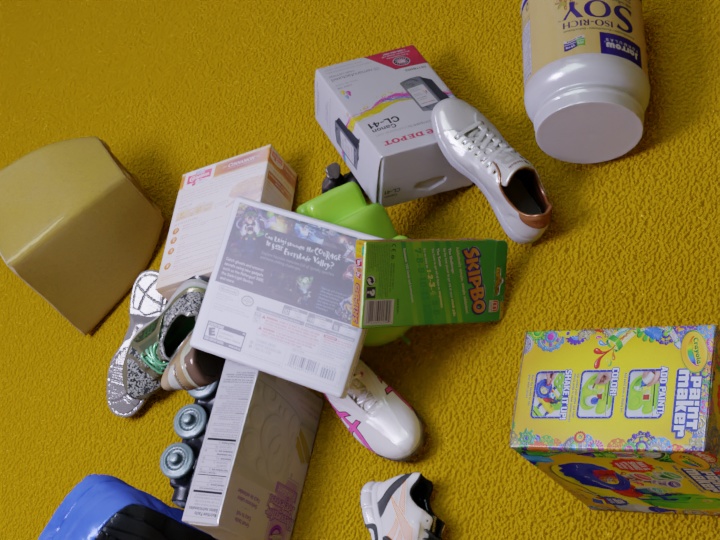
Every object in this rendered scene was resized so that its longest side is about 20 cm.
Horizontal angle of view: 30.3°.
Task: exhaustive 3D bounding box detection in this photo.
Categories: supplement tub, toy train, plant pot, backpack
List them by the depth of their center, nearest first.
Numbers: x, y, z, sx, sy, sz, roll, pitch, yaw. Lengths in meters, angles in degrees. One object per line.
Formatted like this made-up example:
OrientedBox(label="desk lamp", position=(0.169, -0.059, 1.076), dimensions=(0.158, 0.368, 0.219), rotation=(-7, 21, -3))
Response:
OrientedBox(label="supplement tub", position=(0.261, -0.242, 1.549), dimensions=(0.144, 0.145, 0.202), rotation=(-15, 57, 28))
OrientedBox(label="backpack", position=(-0.288, 0.336, 1.572), dimensions=(0.167, 0.200, 0.163), rotation=(21, 78, 40))
OrientedBox(label="toy train", position=(-0.170, 0.202, 1.650), dimensions=(0.113, 0.085, 0.202), rotation=(5, 65, 23))
OrientedBox(label="plant pot", position=(-0.402, -0.072, 1.898), dimensions=(0.200, 0.196, 0.194), rotation=(-40, 48, -1))

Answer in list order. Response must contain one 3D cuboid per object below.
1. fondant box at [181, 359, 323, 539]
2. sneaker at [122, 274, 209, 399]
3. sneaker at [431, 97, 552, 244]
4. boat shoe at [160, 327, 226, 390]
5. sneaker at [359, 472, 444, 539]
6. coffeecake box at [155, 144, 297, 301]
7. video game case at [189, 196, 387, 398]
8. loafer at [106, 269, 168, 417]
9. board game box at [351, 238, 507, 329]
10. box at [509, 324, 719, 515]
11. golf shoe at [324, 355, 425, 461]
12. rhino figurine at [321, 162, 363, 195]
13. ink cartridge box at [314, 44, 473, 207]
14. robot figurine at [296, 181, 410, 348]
OrientedBox(label="fondant box", position=(-0.122, 0.219, 1.557), dimensions=(0.058, 0.144, 0.202), rotation=(1, 65, 33))
OrientedBox(label="sneaker", position=(-0.253, 0.096, 1.704), dimensions=(0.200, 0.077, 0.089), rotation=(-53, 7, 23))
OrientedBox(label="sneaker", position=(0.160, -0.131, 1.545), dimensions=(0.073, 0.085, 0.201), rotation=(-33, 79, -20))
OrientedBox(label="boat shoe", position=(-0.188, 0.091, 1.637), dimensions=(0.076, 0.200, 0.072), rotation=(-25, 97, 26))
OrientedBox(label="sneaker", position=(0.054, 0.305, 1.433), dimensions=(0.080, 0.074, 0.201), rotation=(-26, 53, 18))
OrientedBox(label="coffeecake box", position=(-0.177, -0.054, 1.780), dimensions=(0.152, 0.073, 0.201), rotation=(-16, 48, 28))
OrientedBox(label="video game case", position=(-0.080, 0.028, 1.509), dimensions=(0.198, 0.023, 0.183), rotation=(17, 88, 20))
OrientedBox(label="loafer", position=(-0.289, 0.100, 1.803), dimensions=(0.071, 0.063, 0.202), rotation=(14, 89, 12))
OrientedBox(label="board game box", position=(0.081, 0.013, 1.494), dimensions=(0.030, 0.198, 0.097), rotation=(16, 104, 59))
OrientedBox(label="box", position=(0.277, 0.147, 1.279), dimensions=(0.191, 0.200, 0.123), rotation=(-5, 62, 34))
OrientedBox(label="golf shoe", position=(-0.004, 0.148, 1.551), dimensions=(0.073, 0.092, 0.200), rotation=(-48, 49, 0))
OrientedBox(label="rhino figurine", position=(-0.035, -0.047, 1.695), dimensions=(0.059, 0.088, 0.202), rotation=(13, 69, -2))
OrientedBox(label="ink cartridge box", position=(0.045, -0.184, 1.668), dimensions=(0.146, 0.086, 0.200), rotation=(-17, 45, -19))
OrientedBox(label="robot figurine", position=(0.000, 0.000, 1.575), dimensions=(0.115, 0.201, 0.175), rotation=(-27, 5, -20))
